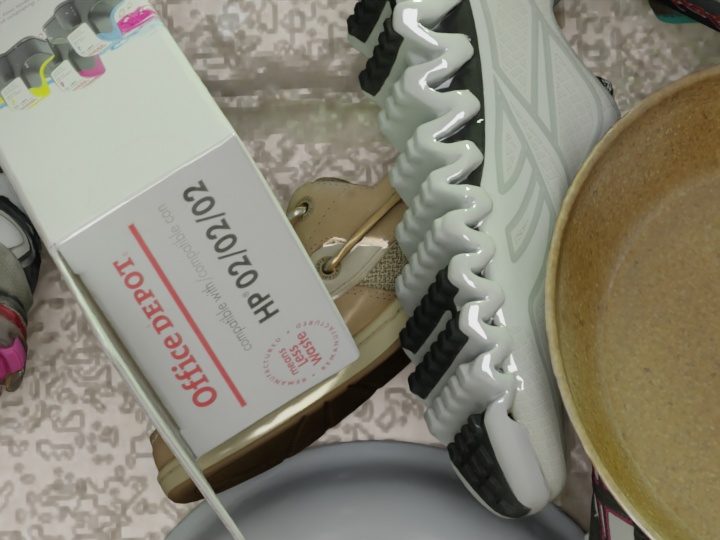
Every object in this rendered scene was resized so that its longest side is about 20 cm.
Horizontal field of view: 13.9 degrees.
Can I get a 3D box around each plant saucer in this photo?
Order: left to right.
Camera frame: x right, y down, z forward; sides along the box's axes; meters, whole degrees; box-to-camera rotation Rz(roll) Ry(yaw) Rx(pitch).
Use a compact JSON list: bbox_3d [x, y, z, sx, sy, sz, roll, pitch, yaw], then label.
[{"bbox_3d":[0.149,0.028,0.920,0.199,0.035,0.201,5,63,-11],"label":"plant saucer"}]

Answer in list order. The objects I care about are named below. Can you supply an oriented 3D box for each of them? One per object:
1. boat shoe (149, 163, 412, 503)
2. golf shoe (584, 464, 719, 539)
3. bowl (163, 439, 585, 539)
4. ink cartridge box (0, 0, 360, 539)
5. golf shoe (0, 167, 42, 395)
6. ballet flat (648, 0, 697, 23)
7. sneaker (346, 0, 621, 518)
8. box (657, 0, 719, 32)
[{"bbox_3d":[0.000,0.000,1.004,0.200,0.071,0.065,-40,82,-12],"label":"boat shoe"},{"bbox_3d":[0.098,0.060,0.978,0.077,0.088,0.201,12,50,-22],"label":"golf shoe"},{"bbox_3d":[0.005,0.157,0.980,0.200,0.090,0.202,0,86,1],"label":"bowl"},{"bbox_3d":[-0.068,-0.024,0.930,0.068,0.115,0.200,-32,48,-2],"label":"ink cartridge box"},{"bbox_3d":[-0.206,0.004,1.011,0.199,0.073,0.092,-1,54,6],"label":"golf shoe"},{"bbox_3d":[0.175,-0.154,1.009,0.070,0.067,0.201,36,85,-36],"label":"ballet flat"},{"bbox_3d":[0.050,-0.022,0.944,0.081,0.075,0.201,-4,77,-16],"label":"sneaker"},{"bbox_3d":[0.129,-0.150,0.964,0.200,0.038,0.137,33,86,43],"label":"box"}]
